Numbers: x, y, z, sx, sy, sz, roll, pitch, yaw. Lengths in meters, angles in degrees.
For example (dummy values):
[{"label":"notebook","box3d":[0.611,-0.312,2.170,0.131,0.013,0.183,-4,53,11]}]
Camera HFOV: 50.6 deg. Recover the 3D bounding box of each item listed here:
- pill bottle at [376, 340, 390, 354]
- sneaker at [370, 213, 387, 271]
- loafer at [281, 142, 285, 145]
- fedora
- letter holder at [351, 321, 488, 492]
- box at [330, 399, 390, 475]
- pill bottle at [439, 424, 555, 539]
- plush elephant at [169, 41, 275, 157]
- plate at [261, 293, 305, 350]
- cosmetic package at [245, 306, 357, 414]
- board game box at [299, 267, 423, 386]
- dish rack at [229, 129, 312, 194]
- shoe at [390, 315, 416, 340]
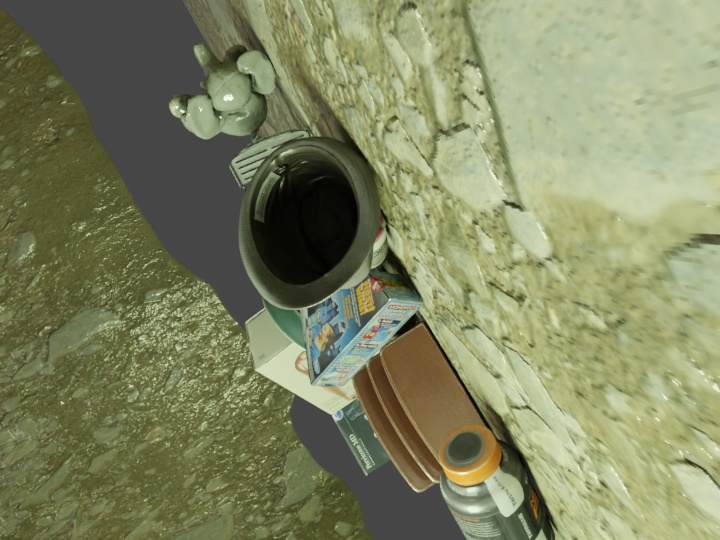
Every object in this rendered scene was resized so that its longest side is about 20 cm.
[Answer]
[{"label":"pill bottle","box3d":[0.085,0.202,1.274,0.202,0.112,0.113,59,176,4]},{"label":"sneaker","box3d":[-0.025,-0.069,0.953,0.200,0.073,0.088,50,165,39]},{"label":"loafer","box3d":[-0.078,-0.121,1.247,0.202,0.075,0.067,61,169,-19]},{"label":"fedora","box3d":[-0.043,-0.045,0.833,0.090,0.177,0.201,27,-156,-56]},{"label":"letter holder","box3d":[0.082,0.201,1.087,0.202,0.141,0.101,59,176,12]},{"label":"box","box3d":[0.055,0.250,1.383,0.150,0.198,0.107,58,176,7]},{"label":"pill bottle","box3d":[0.161,0.279,0.927,0.201,0.105,0.106,62,175,-31]},{"label":"plush elephant","box3d":[-0.207,-0.278,1.169,0.201,0.164,0.155,50,170,20]},{"label":"plate","box3d":[-0.060,0.060,1.183,0.198,0.026,0.201,27,-150,-17]},{"label":"cosmetic package","box3d":[-0.084,0.139,1.229,0.200,0.087,0.104,39,-157,-44]},{"label":"board game box","box3d":[-0.007,0.031,1.040,0.061,0.199,0.203,8,-118,-37]},{"label":"dish rack","box3d":[-0.103,-0.111,1.164,0.055,0.151,0.202,-99,-15,-54]},{"label":"shoe","box3d":[-0.011,0.057,1.168,0.198,0.071,0.053,27,157,-2]}]
